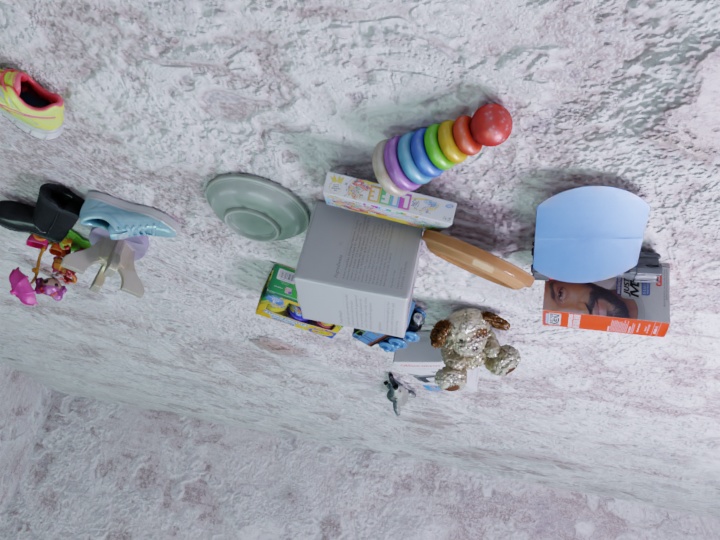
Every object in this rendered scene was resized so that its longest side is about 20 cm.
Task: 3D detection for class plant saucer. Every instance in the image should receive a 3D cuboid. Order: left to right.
[{"bbox_3d":[-0.194,-0.100,1.177,0.199,0.050,0.200,11,154,5],"label":"plant saucer"},{"bbox_3d":[0.193,-0.014,1.068,0.199,0.032,0.200,25,180,0],"label":"plant saucer"}]

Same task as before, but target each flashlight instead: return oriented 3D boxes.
[{"bbox_3d":[0.386,-0.012,1.058,0.199,0.068,0.068,3,150,12],"label":"flashlight"}]

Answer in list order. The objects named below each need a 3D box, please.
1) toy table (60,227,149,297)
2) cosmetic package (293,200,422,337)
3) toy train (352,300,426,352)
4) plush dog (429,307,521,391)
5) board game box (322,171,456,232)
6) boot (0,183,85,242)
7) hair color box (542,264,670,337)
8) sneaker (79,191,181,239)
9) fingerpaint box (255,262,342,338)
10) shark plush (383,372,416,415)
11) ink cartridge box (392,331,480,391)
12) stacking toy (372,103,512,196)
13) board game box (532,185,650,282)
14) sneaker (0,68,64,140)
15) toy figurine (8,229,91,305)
[{"bbox_3d":[-0.560,-0.025,1.433,0.183,0.118,0.200,21,152,-15],"label":"toy table"},{"bbox_3d":[0.000,0.000,1.145,0.199,0.166,0.165,11,152,6],"label":"cosmetic package"},{"bbox_3d":[0.066,0.124,1.459,0.114,0.087,0.200,28,151,-15],"label":"toy train"},{"bbox_3d":[0.239,0.149,1.400,0.199,0.161,0.172,-16,136,-2],"label":"plush dog"},{"bbox_3d":[0.043,-0.106,1.008,0.199,0.034,0.134,14,178,0],"label":"board game box"},{"bbox_3d":[-0.679,-0.129,1.337,0.164,0.066,0.200,19,158,-30],"label":"boot"},{"bbox_3d":[0.418,0.043,1.089,0.199,0.111,0.064,4,152,18],"label":"hair color box"},{"bbox_3d":[-0.472,-0.089,1.298,0.199,0.082,0.074,16,155,-5],"label":"sneaker"},{"bbox_3d":[-0.128,0.075,1.465,0.199,0.074,0.167,20,154,-11],"label":"fingerpaint box"},{"bbox_3d":[0.098,0.376,1.967,0.083,0.091,0.200,35,171,30],"label":"shark plush"},{"bbox_3d":[0.194,0.232,1.605,0.144,0.085,0.200,-7,147,35],"label":"ink cartridge box"},{"bbox_3d":[0.115,-0.167,0.864,0.199,0.086,0.085,-15,142,39],"label":"stacking toy"},{"bbox_3d":[0.347,-0.063,0.973,0.157,0.039,0.201,-1,137,11],"label":"board game box"},{"bbox_3d":[-0.548,-0.283,0.974,0.199,0.079,0.090,22,145,-29],"label":"sneaker"},{"bbox_3d":[-0.725,0.000,1.486,0.199,0.185,0.150,24,152,-21],"label":"toy figurine"}]
